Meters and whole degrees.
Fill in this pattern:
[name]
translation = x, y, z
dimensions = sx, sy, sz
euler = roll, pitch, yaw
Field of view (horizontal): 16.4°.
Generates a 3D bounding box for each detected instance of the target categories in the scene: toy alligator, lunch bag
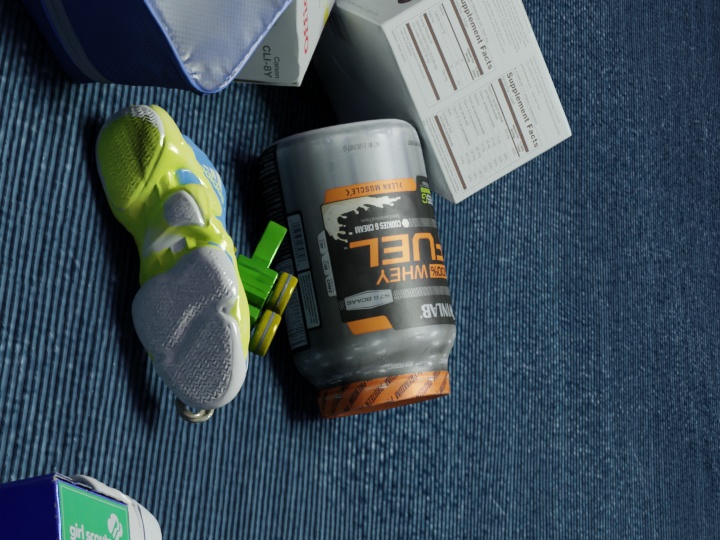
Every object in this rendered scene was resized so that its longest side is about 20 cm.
[toy alligator]
translation = -0.091, 0.044, 1.650
dimensions = 0.200, 0.059, 0.054
euler = -67, -177, -46
[lunch bag]
translation = -0.122, -0.214, 1.565
dimensions = 0.200, 0.132, 0.136
euler = -54, 136, -33

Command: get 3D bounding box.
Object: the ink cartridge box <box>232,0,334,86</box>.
[ink cartridge box]
translation = -0.064, -0.244, 1.780
dimensions = 0.200, 0.083, 0.146
euler = -72, 163, -54

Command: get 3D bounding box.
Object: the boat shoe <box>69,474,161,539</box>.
[boat shoe]
translation = -0.151, 0.208, 1.385
dimensions = 0.065, 0.073, 0.201
euler = 45, 28, -46

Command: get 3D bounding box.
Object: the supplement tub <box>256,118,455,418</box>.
[supplement tub]
translation = 0.000, 0.000, 1.798
dimensions = 0.122, 0.122, 0.201
euler = 2, 76, -68

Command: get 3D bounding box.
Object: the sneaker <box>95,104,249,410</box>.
[sneaker]
translation = -0.103, -0.009, 1.598
dimensions = 0.105, 0.075, 0.201
euler = 7, 67, -70

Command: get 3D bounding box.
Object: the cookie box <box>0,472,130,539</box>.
[cookie box]
translation = -0.188, 0.209, 1.135
dimensions = 0.075, 0.170, 0.201
euler = 35, 46, -63

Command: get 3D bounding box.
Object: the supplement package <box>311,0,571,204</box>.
[supplement package]
translation = 0.047, -0.164, 1.892
dimensions = 0.200, 0.111, 0.156
euler = 33, -30, 61
